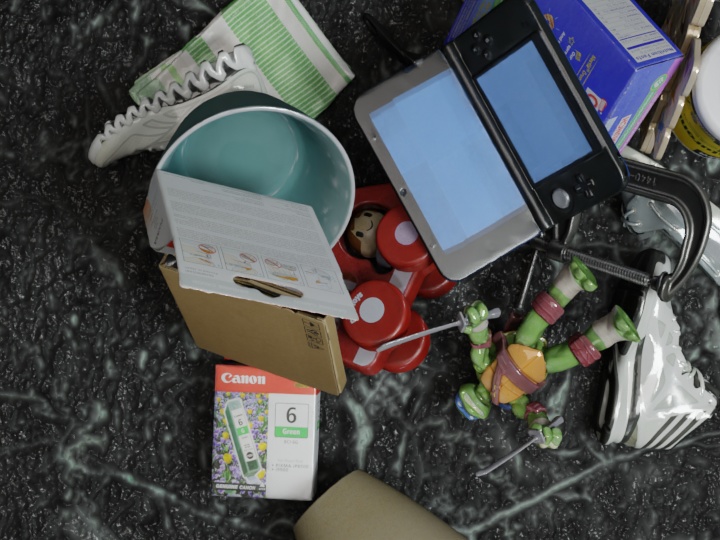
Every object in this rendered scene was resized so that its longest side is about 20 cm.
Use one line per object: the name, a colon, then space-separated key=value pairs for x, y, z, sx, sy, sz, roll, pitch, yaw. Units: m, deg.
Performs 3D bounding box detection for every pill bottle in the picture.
pill bottle: x=0.350 y=-0.163 z=1.165 sx=0.110 sy=0.200 sz=0.113 roll=0 pitch=92 yaw=4

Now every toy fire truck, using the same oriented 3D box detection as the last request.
toy fire truck: x=0.000 y=0.000 z=1.238 sx=0.166 sy=0.112 sz=0.202 roll=20 pitch=79 yaw=21

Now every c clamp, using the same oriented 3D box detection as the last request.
c clamp: x=0.250 y=-0.027 z=1.210 sx=0.198 sy=0.027 sz=0.173 roll=14 pitch=98 yaw=42

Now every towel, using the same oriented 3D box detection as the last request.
towel: x=-0.122 y=-0.193 z=1.282 sx=0.199 sy=0.023 sz=0.153 roll=-39 pitch=90 yaw=4

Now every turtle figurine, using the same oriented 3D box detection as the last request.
turtle figurine: x=0.159 y=0.089 z=1.169 sx=0.194 sy=0.199 sz=0.145 roll=-41 pitch=59 yaw=15

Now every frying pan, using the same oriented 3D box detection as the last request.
frying pan: x=0.069 y=-0.182 z=1.256 sx=0.031 sy=0.190 sz=0.116 roll=-26 pitch=134 yaw=-21

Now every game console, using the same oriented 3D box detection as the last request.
game console: x=0.115 y=-0.117 z=1.119 sx=0.118 sy=0.170 sz=0.202 roll=-30 pitch=91 yaw=-35

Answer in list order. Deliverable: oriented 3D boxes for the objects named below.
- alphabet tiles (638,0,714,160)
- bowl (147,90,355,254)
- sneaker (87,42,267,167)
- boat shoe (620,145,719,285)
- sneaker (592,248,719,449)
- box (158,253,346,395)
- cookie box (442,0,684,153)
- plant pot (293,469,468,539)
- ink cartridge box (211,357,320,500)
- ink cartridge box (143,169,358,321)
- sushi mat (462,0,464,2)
alphabet tiles: x=0.297 y=-0.210 z=1.161 sx=0.014 sy=0.201 sz=0.197 roll=13 pitch=51 yaw=3
bowl: x=-0.111 y=-0.093 z=1.202 sx=0.198 sy=0.106 sz=0.203 roll=-7 pitch=126 yaw=-9
sneaker: x=-0.184 y=-0.150 z=1.247 sx=0.198 sy=0.075 sz=0.082 roll=-28 pitch=100 yaw=5
boat shoe: x=0.300 y=-0.060 z=1.236 sx=0.200 sy=0.070 sz=0.072 roll=37 pitch=97 yaw=3
sneaker: x=0.310 y=0.084 z=1.249 sx=0.114 sy=0.076 sz=0.203 roll=10 pitch=96 yaw=-8
box: x=-0.097 y=0.053 z=1.162 sx=0.161 sy=0.201 sz=0.021 roll=18 pitch=68 yaw=11
cookie box: x=0.183 y=-0.203 z=1.159 sx=0.075 sy=0.172 sz=0.201 roll=-20 pitch=64 yaw=-33
plant pot: x=0.031 y=0.303 z=1.222 sx=0.187 sy=0.187 sz=0.200 roll=-43 pitch=75 yaw=4
ink cartridge box: x=-0.096 y=0.132 z=1.275 sx=0.107 sy=0.050 sz=0.203 roll=2 pitch=92 yaw=4
ink cartridge box: x=-0.099 y=-0.008 z=1.074 sx=0.160 sy=0.201 sz=0.051 roll=12 pitch=119 yaw=-22
sushi mat: x=0.190 y=-0.257 z=1.266 sx=0.096 sy=0.012 sz=0.200 roll=-44 pitch=88 yaw=3
